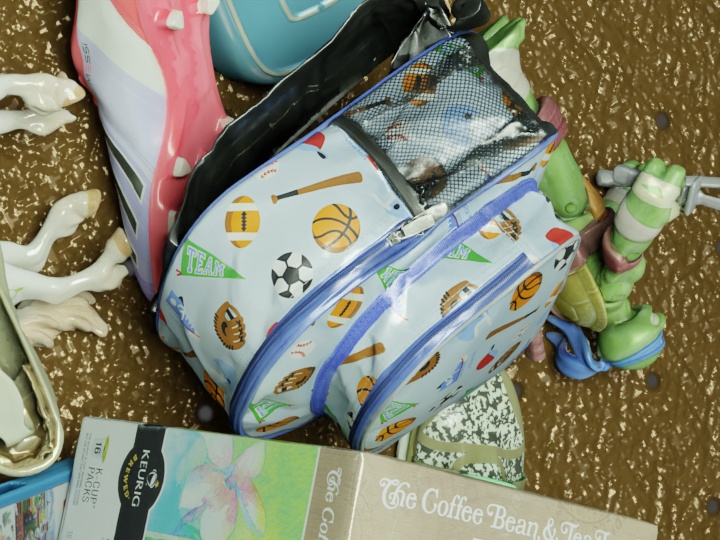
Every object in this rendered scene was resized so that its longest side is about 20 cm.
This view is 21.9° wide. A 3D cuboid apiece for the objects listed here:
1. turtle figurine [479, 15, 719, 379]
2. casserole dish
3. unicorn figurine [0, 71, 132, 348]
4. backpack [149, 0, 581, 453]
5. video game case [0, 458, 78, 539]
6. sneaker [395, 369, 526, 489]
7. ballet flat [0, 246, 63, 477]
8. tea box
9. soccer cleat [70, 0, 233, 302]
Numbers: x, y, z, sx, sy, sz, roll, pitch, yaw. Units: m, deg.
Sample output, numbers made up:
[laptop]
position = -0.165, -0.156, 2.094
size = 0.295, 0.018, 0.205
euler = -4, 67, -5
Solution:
[turtle figurine]
position = 0.139, -0.059, 0.991
size = 0.194, 0.199, 0.144
euler = 51, 33, -9
[casserole dish]
position = -0.040, -0.175, 0.916
size = 0.120, 0.039, 0.201
euler = -29, 126, -12
[unicorn figurine]
position = -0.189, -0.043, 0.859
size = 0.136, 0.074, 0.202
euler = -21, 101, -15
[backpack]
position = 0.000, 0.000, 0.878
size = 0.189, 0.201, 0.155
euler = -28, 66, -17
[video game case]
position = -0.175, 0.172, 0.803
size = 0.200, 0.018, 0.145
euler = -15, 109, -64
[sneaker]
position = 0.065, 0.143, 0.965
size = 0.076, 0.088, 0.203
euler = 8, 82, -25
[ballet flat]
position = -0.183, 0.008, 0.813
size = 0.069, 0.069, 0.201
euler = -36, 118, -24
[tea box]
position = -0.006, 0.153, 0.844
size = 0.199, 0.196, 0.135
euler = 19, 77, -41
[soccer cleat]
position = -0.104, -0.078, 0.908
size = 0.067, 0.076, 0.202
euler = -31, 127, -46
